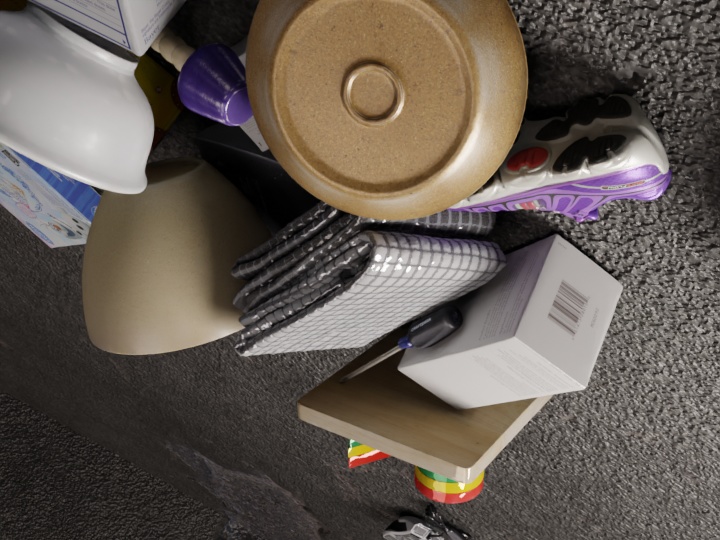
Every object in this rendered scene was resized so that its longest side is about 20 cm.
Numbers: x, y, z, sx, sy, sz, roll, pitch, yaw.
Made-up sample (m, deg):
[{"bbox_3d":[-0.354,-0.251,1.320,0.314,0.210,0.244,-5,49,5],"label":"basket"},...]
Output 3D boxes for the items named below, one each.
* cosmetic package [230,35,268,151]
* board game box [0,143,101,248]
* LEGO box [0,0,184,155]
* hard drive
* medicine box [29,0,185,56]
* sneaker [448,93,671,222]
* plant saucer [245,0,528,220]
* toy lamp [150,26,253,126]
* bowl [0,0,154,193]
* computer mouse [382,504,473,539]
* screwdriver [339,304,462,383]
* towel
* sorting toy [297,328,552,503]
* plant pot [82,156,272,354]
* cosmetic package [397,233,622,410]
[{"bbox_3d":[-0.045,-0.159,0.753,0.083,0.051,0.199,48,151,-20],"label":"cosmetic package"},{"bbox_3d":[-0.436,-0.114,1.284,0.197,0.044,0.200,-3,138,50],"label":"board game box"},{"bbox_3d":[-0.279,-0.184,0.944,0.199,0.078,0.148,39,153,-14],"label":"LEGO box"},{"bbox_3d":[-0.057,-0.073,0.930,0.197,0.043,0.136,21,153,22],"label":"hard drive"},{"bbox_3d":[-0.212,-0.281,0.668,0.180,0.104,0.201,27,154,10],"label":"medicine box"},{"bbox_3d":[0.130,-0.063,0.700,0.198,0.082,0.083,0,146,47],"label":"sneaker"},{"bbox_3d":[0.012,-0.122,0.644,0.196,0.036,0.204,5,116,11],"label":"plant saucer"},{"bbox_3d":[-0.151,-0.178,0.764,0.199,0.058,0.059,39,161,30],"label":"toy lamp"},{"bbox_3d":[-0.242,-0.152,0.777,0.199,0.091,0.201,32,-170,-6],"label":"bowl"},{"bbox_3d":[0.106,0.446,1.665,0.109,0.044,0.199,36,149,-18],"label":"computer mouse"},{"bbox_3d":[0.029,0.072,0.906,0.199,0.028,0.030,-29,75,52],"label":"screwdriver"},{"bbox_3d":[0.000,0.000,0.822,0.164,0.087,0.199,0,157,-44],"label":"towel"},{"bbox_3d":[0.070,0.152,0.995,0.197,0.198,0.071,16,118,31],"label":"sorting toy"},{"bbox_3d":[-0.176,-0.028,0.907,0.198,0.199,0.137,8,118,41],"label":"plant pot"},{"bbox_3d":[0.127,0.052,0.867,0.084,0.109,0.199,34,157,-14],"label":"cosmetic package"}]
